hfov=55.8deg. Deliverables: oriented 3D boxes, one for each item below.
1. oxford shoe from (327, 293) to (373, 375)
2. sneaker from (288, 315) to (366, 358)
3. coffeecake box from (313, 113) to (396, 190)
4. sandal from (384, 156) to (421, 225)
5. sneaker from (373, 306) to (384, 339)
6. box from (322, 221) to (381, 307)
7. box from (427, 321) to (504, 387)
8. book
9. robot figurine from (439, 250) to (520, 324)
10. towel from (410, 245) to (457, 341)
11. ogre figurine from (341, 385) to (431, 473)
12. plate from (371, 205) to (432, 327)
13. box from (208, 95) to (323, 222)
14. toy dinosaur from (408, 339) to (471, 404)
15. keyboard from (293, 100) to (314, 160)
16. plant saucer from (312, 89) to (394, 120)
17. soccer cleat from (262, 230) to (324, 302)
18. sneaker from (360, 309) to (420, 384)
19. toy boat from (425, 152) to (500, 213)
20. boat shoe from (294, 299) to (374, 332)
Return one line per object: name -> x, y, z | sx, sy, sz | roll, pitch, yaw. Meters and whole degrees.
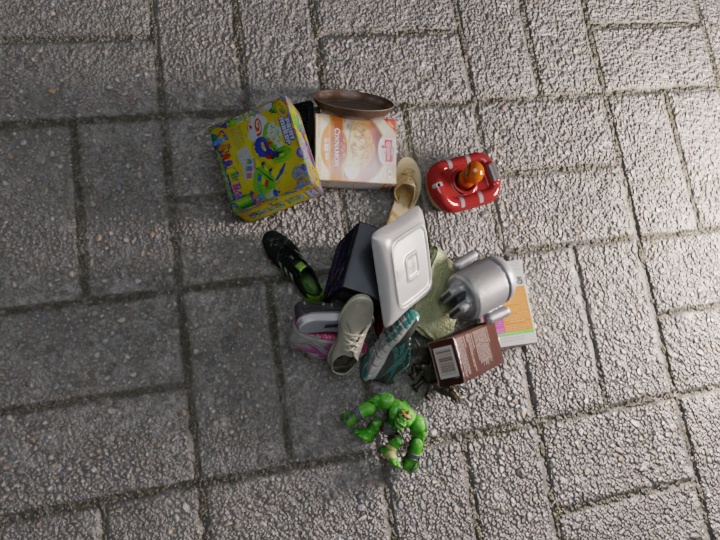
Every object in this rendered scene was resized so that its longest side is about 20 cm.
oxford shoe -> -0.018, 0.138, 1.413 | 0.073, 0.203, 0.058 | 10, 31, -19
sneaker -> -0.077, 0.152, 1.504 | 0.197, 0.088, 0.083 | 22, 41, -27
coffeecake box -> -0.016, -0.278, 1.610 | 0.194, 0.073, 0.158 | 1, 84, -13
sandal -> 0.111, -0.183, 1.627 | 0.076, 0.070, 0.217 | 18, 73, -11
sneaker -> 0.096, 0.061, 1.564 | 0.113, 0.078, 0.206 | 7, 85, -18
box -> 0.000, 0.000, 1.488 | 0.102, 0.200, 0.152 | 19, 73, -11
box -> 0.237, 0.181, 1.506 | 0.198, 0.074, 0.103 | -10, 84, -50
book -> 0.338, 0.082, 1.632 | 0.130, 0.048, 0.206 | -5, 77, -11
robot figurine -> 0.275, 0.039, 1.549 | 0.197, 0.113, 0.172 | -25, 82, -28
towel -> 0.181, 0.062, 1.576 | 0.147, 0.036, 0.204 | 35, 67, -32
ogre figurine -> 0.066, 0.339, 1.485 | 0.198, 0.098, 0.121 | 36, 89, 13
plate -> 0.097, -0.010, 1.420 | 0.199, 0.032, 0.205 | -33, 120, -49
box -> -0.206, -0.242, 1.507 | 0.188, 0.122, 0.205 | -19, 81, 8
toy dinosaur -> 0.161, 0.220, 1.526 | 0.101, 0.076, 0.203 | -35, 111, -21
keyboard -> -0.156, -0.292, 1.577 | 0.102, 0.039, 0.206 | -8, 77, 30
plant saucer -> -0.018, -0.390, 1.607 | 0.195, 0.201, 0.033 | 2, 116, -13
soccer cleat -> -0.146, -0.014, 1.521 | 0.067, 0.081, 0.201 | -38, 86, -19
sneaker -> 0.082, 0.172, 1.502 | 0.090, 0.202, 0.078 | 23, 27, -23
toy boat -> 0.256, -0.222, 1.639 | 0.195, 0.131, 0.134 | -17, 80, -16
boat shoe -> -0.057, 0.093, 1.456 | 0.196, 0.070, 0.067 | 0, 55, -35
